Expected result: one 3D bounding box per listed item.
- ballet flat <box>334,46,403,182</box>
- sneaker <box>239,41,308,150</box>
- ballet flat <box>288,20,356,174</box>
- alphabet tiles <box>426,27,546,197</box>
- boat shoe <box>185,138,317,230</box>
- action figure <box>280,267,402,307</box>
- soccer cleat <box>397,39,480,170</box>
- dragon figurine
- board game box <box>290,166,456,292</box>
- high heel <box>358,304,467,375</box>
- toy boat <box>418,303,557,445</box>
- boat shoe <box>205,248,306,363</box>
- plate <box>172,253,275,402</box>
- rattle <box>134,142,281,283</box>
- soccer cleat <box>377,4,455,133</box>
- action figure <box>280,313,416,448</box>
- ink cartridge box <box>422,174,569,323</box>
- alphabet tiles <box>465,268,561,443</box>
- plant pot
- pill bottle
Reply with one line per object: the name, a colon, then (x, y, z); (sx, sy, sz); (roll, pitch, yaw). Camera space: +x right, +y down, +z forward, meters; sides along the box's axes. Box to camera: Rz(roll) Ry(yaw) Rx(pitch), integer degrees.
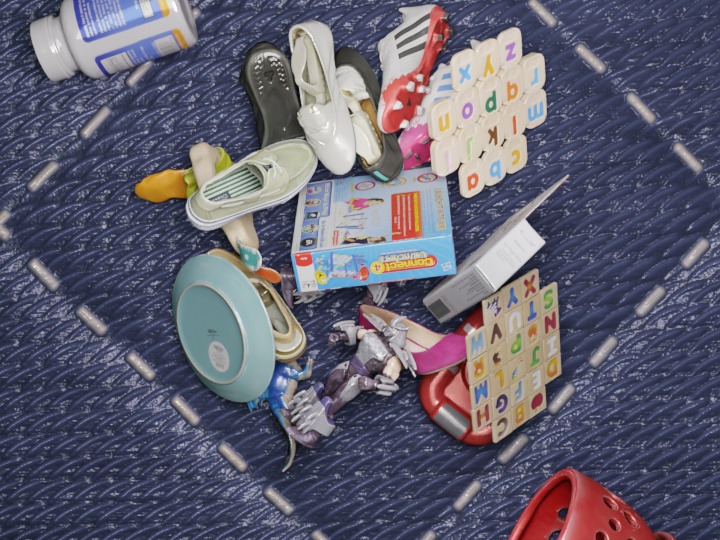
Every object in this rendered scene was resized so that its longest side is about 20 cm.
ballet flat: (-0.001, -0.207, 1.568); (0.068, 0.068, 0.201); (-35, 70, 29)
sneaker: (-0.110, -0.209, 1.606); (0.076, 0.114, 0.201); (-14, 118, -1)
ballet flat: (-0.056, -0.218, 1.526); (0.069, 0.069, 0.202); (-11, 82, 3)
alphabet tiles: (0.162, -0.199, 1.542); (0.199, 0.015, 0.197); (-30, 127, -30)
boat shoe: (-0.125, -0.111, 1.506); (0.200, 0.062, 0.072); (-34, 87, -32)
action figure: (0.000, 0.000, 1.573); (0.199, 0.130, 0.070); (-12, 107, 15)
soccer cleat: (0.108, -0.217, 1.598); (0.200, 0.070, 0.087); (-41, 62, 8)
dragon figurine: (-0.119, 0.158, 1.610); (0.099, 0.059, 0.202); (7, 87, 5)
board game box: (0.018, -0.055, 1.529); (0.194, 0.200, 0.056); (-6, 119, 5)
high heel: (0.071, 0.078, 1.550); (0.067, 0.199, 0.097); (-25, 98, -33)
toy boat: (0.167, 0.130, 1.559); (0.130, 0.131, 0.200); (37, 93, 2)
boat shoe: (-0.141, 0.030, 1.570); (0.072, 0.076, 0.200); (-41, 62, -15)
plate: (-0.185, 0.078, 1.567); (0.199, 0.025, 0.202); (18, 117, 39)
rattle: (-0.201, -0.053, 1.572); (0.142, 0.130, 0.201); (-20, 81, -5)
soccer cleat: (0.053, -0.261, 1.567); (0.085, 0.069, 0.201); (13, 66, 26)
action figure: (-0.011, 0.131, 1.515); (0.200, 0.130, 0.069); (-46, 125, 6)
ink cartridge box: (0.175, -0.022, 1.501); (0.173, 0.200, 0.044); (-41, 90, -20)
alphabet tiles: (0.190, 0.106, 1.495); (0.166, 0.006, 0.201); (-28, 123, -35)
plant pot: (0.289, 0.378, 1.529); (0.182, 0.200, 0.201); (31, 92, -6)
pill bottle: (-0.323, -0.318, 1.591); (0.199, 0.112, 0.113); (-18, 90, 3)
